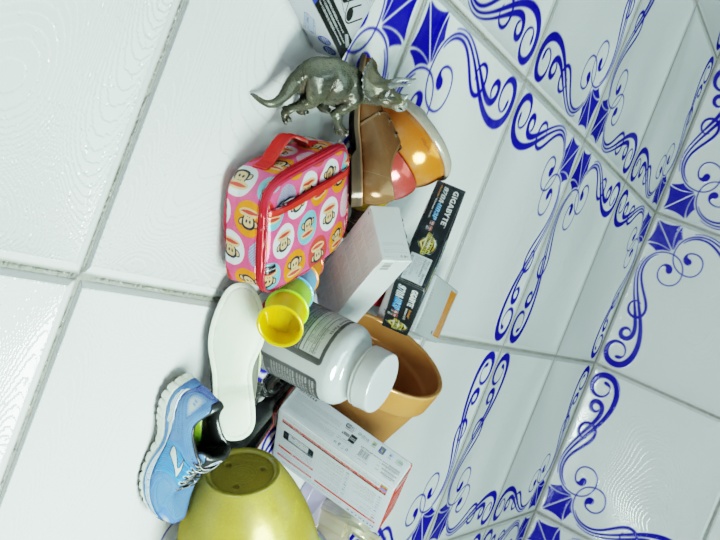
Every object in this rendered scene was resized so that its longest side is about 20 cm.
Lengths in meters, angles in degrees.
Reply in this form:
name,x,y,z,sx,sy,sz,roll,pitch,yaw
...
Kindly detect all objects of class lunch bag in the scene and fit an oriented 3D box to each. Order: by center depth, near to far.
name,x,y,z,sx,sy,sz,roll,pitch,yaw
lunch bag,-0.089,-0.086,1.321,0.200,0.081,0.179,-37,138,-51

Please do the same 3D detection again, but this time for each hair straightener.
name,x,y,z,sx,sy,sz,roll,pitch,yaw
hair straightener,-0.125,0.180,1.505,0.200,0.041,0.078,-48,149,-34

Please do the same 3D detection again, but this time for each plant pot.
name,x,y,z,sx,sy,sz,roll,pitch,yaw
plant pot,-0.153,0.321,1.406,0.199,0.198,0.144,-35,132,-48
plant pot,0.006,0.176,1.610,0.141,0.200,0.199,-58,159,21

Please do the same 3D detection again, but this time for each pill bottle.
name,x,y,z,sx,sy,sz,roll,pitch,yaw
pill bottle,-0.053,0.107,1.401,0.111,0.198,0.112,-44,148,-38

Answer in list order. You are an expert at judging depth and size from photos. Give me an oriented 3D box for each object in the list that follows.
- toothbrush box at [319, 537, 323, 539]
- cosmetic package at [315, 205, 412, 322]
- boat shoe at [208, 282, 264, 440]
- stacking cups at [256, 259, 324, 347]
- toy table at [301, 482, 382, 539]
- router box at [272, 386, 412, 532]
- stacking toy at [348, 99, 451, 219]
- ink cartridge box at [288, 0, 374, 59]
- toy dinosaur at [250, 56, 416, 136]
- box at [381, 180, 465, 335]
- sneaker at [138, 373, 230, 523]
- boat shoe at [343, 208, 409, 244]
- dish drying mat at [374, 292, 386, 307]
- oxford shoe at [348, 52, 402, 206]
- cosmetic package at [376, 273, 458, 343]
name,x,y,z,sx,sy,sz,roll,pitch,yaw
toothbrush box,-0.138,0.532,1.720,0.200,0.085,0.147,-39,143,-47
cosmetic package,0.000,0.000,1.444,0.050,0.084,0.200,-1,152,-28
boat shoe,-0.160,0.110,1.357,0.060,0.071,0.205,-130,-138,-73
stacking cups,-0.085,0.017,1.372,0.201,0.059,0.061,-76,174,-58
toy table,-0.026,0.425,1.820,0.186,0.116,0.200,-63,156,-8
router box,-0.032,0.273,1.539,0.049,0.199,0.180,-49,166,-30
stacking toy,0.013,-0.133,1.464,0.199,0.146,0.147,-40,148,-12
ink cartridge box,-0.045,-0.341,1.227,0.095,0.044,0.200,-62,154,-14
toy dinosaur,-0.042,-0.223,1.286,0.197,0.078,0.103,8,129,-28
box,0.087,-0.013,1.518,0.200,0.045,0.161,102,12,-68
sneaker,-0.214,0.233,1.318,0.078,0.088,0.203,-24,134,-55
boat shoe,0.036,-0.057,1.592,0.071,0.070,0.200,-63,155,2
dish drying mat,0.013,0.011,1.666,0.200,0.018,0.078,23,91,-64
oxford shoe,0.019,-0.183,1.395,0.071,0.070,0.204,129,-40,-84
cosmetic package,0.098,0.054,1.780,0.103,0.070,0.200,-67,162,-1
